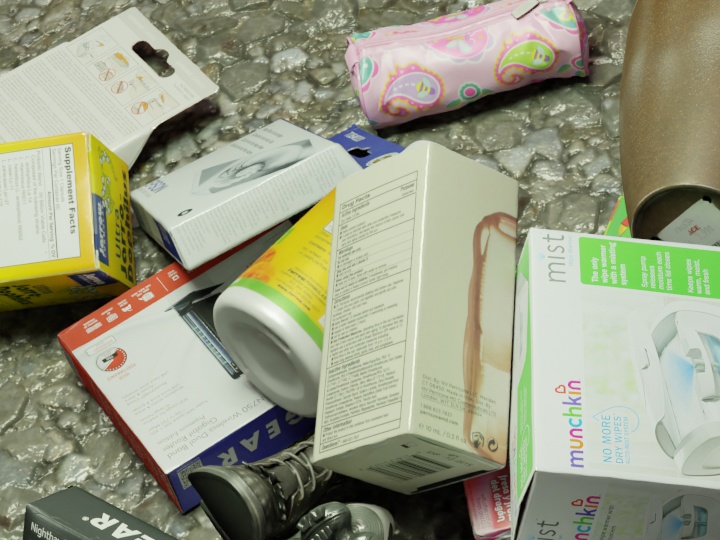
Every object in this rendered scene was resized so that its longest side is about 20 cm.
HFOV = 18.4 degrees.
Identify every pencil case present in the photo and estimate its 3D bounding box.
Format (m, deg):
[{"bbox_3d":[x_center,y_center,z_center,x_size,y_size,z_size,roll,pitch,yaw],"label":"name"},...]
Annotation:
[{"bbox_3d":[0.088,-0.177,1.805,0.198,0.088,0.088,-15,45,3],"label":"pencil case"}]

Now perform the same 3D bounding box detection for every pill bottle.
[{"bbox_3d":[0.000,0.000,1.575,0.111,0.111,0.200,27,59,35],"label":"pill bottle"}]

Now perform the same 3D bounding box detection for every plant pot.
[{"bbox_3d":[0.252,-0.087,1.518,0.185,0.188,0.201,5,44,20],"label":"plant pot"}]

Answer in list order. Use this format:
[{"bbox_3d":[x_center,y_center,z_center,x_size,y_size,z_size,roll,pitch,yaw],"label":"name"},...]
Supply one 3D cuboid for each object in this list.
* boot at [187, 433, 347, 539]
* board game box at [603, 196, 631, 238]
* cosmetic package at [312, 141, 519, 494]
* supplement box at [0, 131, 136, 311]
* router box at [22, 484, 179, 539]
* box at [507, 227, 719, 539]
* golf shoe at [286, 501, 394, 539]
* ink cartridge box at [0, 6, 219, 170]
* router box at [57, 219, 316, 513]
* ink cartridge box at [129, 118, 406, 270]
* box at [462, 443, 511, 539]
[{"bbox_3d":[-0.026,0.121,1.498,0.174,0.200,0.069,-35,82,-10],"label":"boot"},{"bbox_3d":[0.268,0.012,1.601,0.199,0.048,0.102,10,51,23],"label":"board game box"},{"bbox_3d":[0.038,0.033,1.446,0.103,0.087,0.202,-21,57,48],"label":"cosmetic package"},{"bbox_3d":[-0.286,-0.031,1.731,0.198,0.110,0.110,-7,78,9],"label":"supplement box"},{"bbox_3d":[-0.136,0.246,1.425,0.199,0.150,0.051,23,25,32],"label":"router box"},{"bbox_3d":[0.183,0.084,1.400,0.175,0.097,0.201,7,48,-3],"label":"box"},{"bbox_3d":[-0.049,0.225,1.462,0.200,0.094,0.078,-41,80,21],"label":"golf shoe"},{"bbox_3d":[-0.236,-0.128,1.883,0.199,0.050,0.161,-30,46,-18],"label":"ink cartridge box"},{"bbox_3d":[-0.097,0.061,1.659,0.199,0.049,0.179,-32,47,-15],"label":"router box"},{"bbox_3d":[-0.072,-0.074,1.722,0.199,0.041,0.200,-26,15,-10],"label":"ink cartridge box"},{"bbox_3d":[0.113,0.122,1.505,0.095,0.100,0.201,-13,45,3],"label":"box"}]
